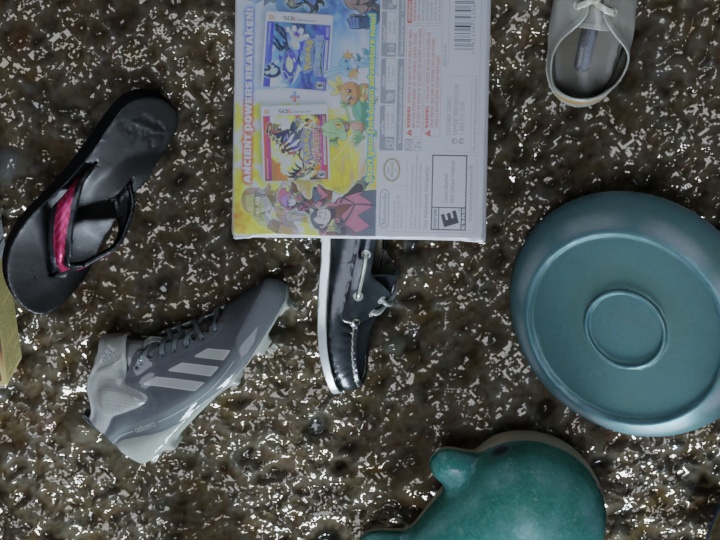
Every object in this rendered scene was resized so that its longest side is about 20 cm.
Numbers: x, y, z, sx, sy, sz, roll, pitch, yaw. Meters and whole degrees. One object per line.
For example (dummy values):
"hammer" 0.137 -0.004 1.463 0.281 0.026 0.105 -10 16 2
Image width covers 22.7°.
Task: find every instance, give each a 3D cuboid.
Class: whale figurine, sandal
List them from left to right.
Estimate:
"sandal" -0.200 -0.043 1.331 0.075 0.045 0.200 15 119 -46
"whale figurine" 0.097 0.213 1.416 0.199 0.104 0.160 -24 111 13

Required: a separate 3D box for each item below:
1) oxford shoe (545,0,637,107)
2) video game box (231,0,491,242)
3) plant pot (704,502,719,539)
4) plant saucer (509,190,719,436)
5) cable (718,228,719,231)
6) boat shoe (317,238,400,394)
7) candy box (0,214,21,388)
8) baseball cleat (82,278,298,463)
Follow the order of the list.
"oxford shoe" 0.166 -0.206 1.253 0.074 0.058 0.202 6 112 3
"video game box" 0.001 -0.121 1.272 0.180 0.047 0.202 2 93 1
"plant pot" 0.360 0.243 1.346 0.199 0.200 0.181 -19 107 33
"plant saucer" 0.200 0.039 1.336 0.199 0.027 0.202 11 118 22
"cable" 0.350 0.027 1.337 0.199 0.069 0.201 28 113 -9
"boat shoe" 0.000 0.000 1.344 0.060 0.076 0.202 2 115 9
"candy box" -0.332 -0.010 1.371 0.114 0.055 0.202 -2 114 4
"baseball cleat" -0.142 0.065 1.385 0.106 0.070 0.200 37 110 -13
